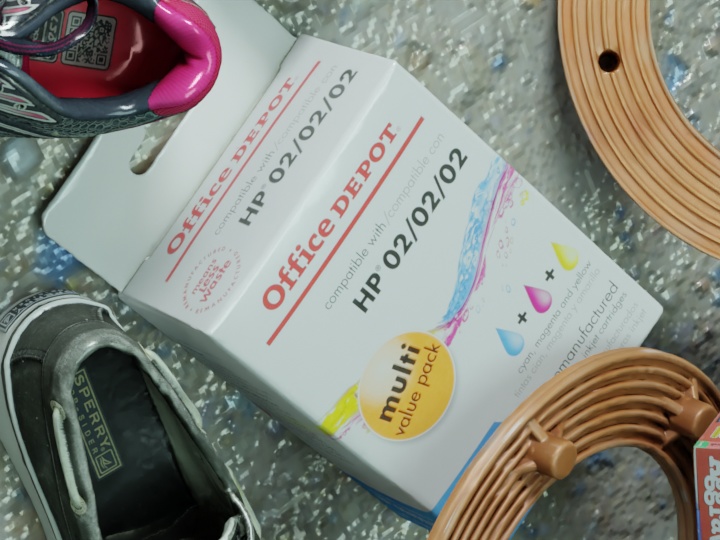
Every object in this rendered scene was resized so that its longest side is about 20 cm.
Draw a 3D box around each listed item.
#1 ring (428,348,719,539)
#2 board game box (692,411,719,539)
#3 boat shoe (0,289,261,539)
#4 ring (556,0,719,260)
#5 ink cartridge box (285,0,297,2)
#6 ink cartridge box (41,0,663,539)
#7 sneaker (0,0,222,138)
[{"bbox_3d":[0.082,0.126,0.980,0.200,0.019,0.201,-24,123,-43],"label":"ring"},{"bbox_3d":[0.163,0.081,1.037,0.200,0.019,0.103,-38,125,-62],"label":"board game box"},{"bbox_3d":[-0.068,0.100,0.938,0.071,0.064,0.200,-36,119,-19],"label":"boat shoe"},{"bbox_3d":[0.172,-0.096,1.015,0.200,0.019,0.201,0,90,-2],"label":"ring"},{"bbox_3d":[0.005,-0.196,0.924,0.200,0.037,0.095,-50,122,-9],"label":"ink cartridge box"},{"bbox_3d":[0.000,0.000,0.952,0.200,0.068,0.115,40,80,-34],"label":"ink cartridge box"},{"bbox_3d":[-0.138,-0.078,0.841,0.200,0.075,0.081,-4,105,-30],"label":"sneaker"}]
